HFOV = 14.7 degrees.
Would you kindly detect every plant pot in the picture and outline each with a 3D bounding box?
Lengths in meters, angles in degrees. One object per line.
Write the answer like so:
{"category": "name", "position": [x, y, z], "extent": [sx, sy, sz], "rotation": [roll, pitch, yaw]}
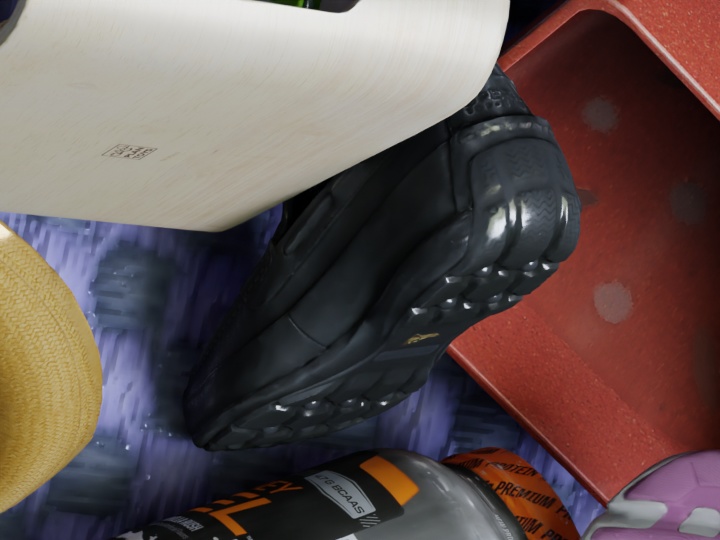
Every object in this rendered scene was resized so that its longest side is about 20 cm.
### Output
{"category": "plant pot", "position": [0.141, -0.038, 0.930], "extent": [0.200, 0.200, 0.176], "rotation": [45, 58, -6]}

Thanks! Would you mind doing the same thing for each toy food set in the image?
{"category": "toy food set", "position": [-0.069, -0.063, 0.815], "extent": [0.143, 0.200, 0.061], "rotation": [6, 73, -31]}

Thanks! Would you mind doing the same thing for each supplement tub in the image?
{"category": "supplement tub", "position": [-0.026, 0.133, 0.926], "extent": [0.199, 0.122, 0.123], "rotation": [-17, 110, -27]}

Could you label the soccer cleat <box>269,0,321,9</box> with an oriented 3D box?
{"category": "soccer cleat", "position": [0.044, -0.114, 0.934], "extent": [0.199, 0.081, 0.068], "rotation": [-28, 114, -22]}

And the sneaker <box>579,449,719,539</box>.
{"category": "sneaker", "position": [0.109, 0.155, 0.918], "extent": [0.088, 0.080, 0.202], "rotation": [-3, 104, -56]}

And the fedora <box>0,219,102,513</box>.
{"category": "fedora", "position": [-0.166, 0.001, 0.758], "extent": [0.200, 0.200, 0.082], "rotation": [31, 41, -32]}

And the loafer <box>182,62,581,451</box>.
{"category": "loafer", "position": [0.000, 0.000, 0.891], "extent": [0.068, 0.200, 0.071], "rotation": [-4, 67, -34]}
